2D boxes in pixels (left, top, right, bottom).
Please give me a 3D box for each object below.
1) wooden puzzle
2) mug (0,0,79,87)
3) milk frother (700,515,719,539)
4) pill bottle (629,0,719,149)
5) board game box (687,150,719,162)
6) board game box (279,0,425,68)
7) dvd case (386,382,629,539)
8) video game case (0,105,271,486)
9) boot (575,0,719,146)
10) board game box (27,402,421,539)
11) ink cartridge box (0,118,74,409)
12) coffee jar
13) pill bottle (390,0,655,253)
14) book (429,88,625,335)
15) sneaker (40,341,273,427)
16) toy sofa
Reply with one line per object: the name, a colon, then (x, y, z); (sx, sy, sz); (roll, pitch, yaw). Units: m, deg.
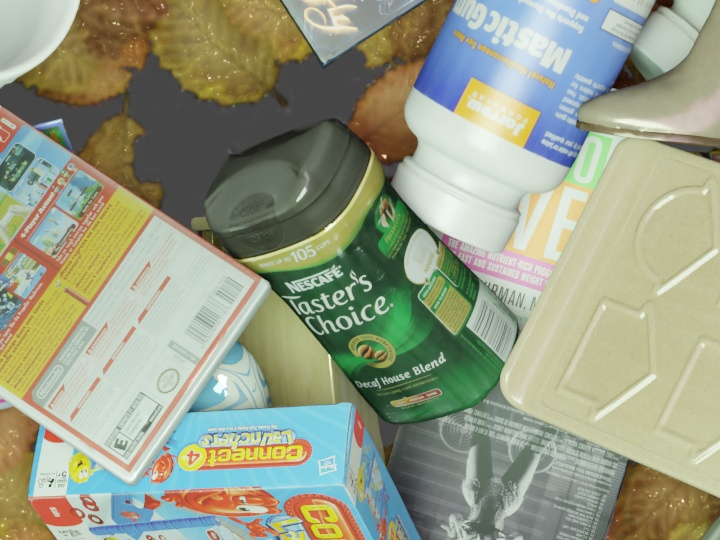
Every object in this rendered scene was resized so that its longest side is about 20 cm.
wooden puzzle: (0.206, 0.033, 1.405); (0.200, 0.046, 0.185); (23, 82, 32)
mug: (-0.252, -0.176, 1.473); (0.200, 0.175, 0.148); (-23, 93, -32)
milk frother: (0.245, 0.185, 1.477); (0.200, 0.180, 0.188); (37, 90, -26)
pill bottle: (0.270, -0.178, 1.510); (0.200, 0.114, 0.114); (-43, 92, 0)
board game box: (0.271, 0.007, 1.519); (0.200, 0.057, 0.166); (-3, 116, -1)
board game box: (-0.022, -0.251, 1.540); (0.135, 0.035, 0.200); (-33, 92, 0)
dvd case: (0.090, 0.142, 1.539); (0.148, 0.016, 0.200); (17, 102, 7)
video game case: (-0.173, 0.013, 1.392); (0.200, 0.017, 0.143); (33, 81, 9)
boot: (0.233, -0.147, 1.420); (0.200, 0.070, 0.146); (2, 105, -10)
board game box: (-0.074, 0.159, 1.454); (0.195, 0.200, 0.056); (-4, 55, 16)
ink cartridge box: (-0.213, 0.002, 1.484); (0.119, 0.042, 0.200); (-14, 133, -1)
coffee jar: (0.000, 0.000, 1.435); (0.200, 0.104, 0.085); (48, 46, -27)
pill bottle: (0.095, -0.117, 1.470); (0.112, 0.112, 0.200); (26, 98, -2)
book: (0.102, -0.032, 1.550); (0.133, 0.048, 0.200); (17, 92, 4)
sneaker: (-0.132, 0.078, 1.491); (0.072, 0.200, 0.073); (-25, 99, -45)
toy sofa: (-0.046, 0.055, 1.537); (0.083, 0.098, 0.200); (-4, 93, 24)
